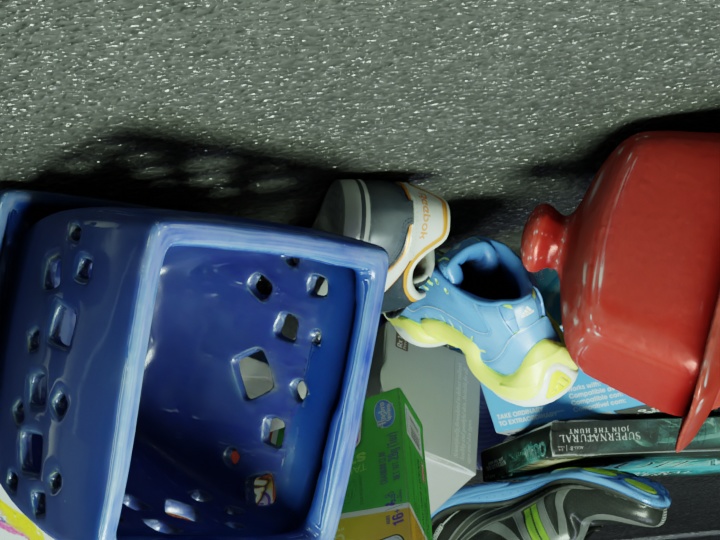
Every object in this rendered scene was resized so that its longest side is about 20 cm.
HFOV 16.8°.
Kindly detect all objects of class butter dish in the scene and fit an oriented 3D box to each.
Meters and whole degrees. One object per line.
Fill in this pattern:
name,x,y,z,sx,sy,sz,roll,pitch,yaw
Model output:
butter dish,0.172,-0.006,1.504,0.148,0.200,0.199,14,168,8

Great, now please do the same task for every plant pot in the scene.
plant pot,-0.125,0.056,1.437,0.180,0.200,0.200,16,-173,40

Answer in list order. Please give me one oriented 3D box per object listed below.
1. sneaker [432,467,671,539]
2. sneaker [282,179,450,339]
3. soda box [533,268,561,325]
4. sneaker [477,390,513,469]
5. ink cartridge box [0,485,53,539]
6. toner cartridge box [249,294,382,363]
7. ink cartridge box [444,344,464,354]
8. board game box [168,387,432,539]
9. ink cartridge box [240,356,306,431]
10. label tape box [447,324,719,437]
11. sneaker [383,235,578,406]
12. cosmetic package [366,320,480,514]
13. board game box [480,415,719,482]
sneaker,0.136,0.186,1.741,0.200,0.083,0.071,-15,163,34
sneaker,0.000,0.000,1.571,0.079,0.078,0.200,2,162,-16
soda box,0.193,0.005,1.731,0.068,0.064,0.200,1,163,-33
sneaker,0.135,0.091,1.932,0.199,0.081,0.115,-33,-176,-22
ink cartridge box,-0.287,0.157,1.544,0.145,0.145,0.200,-19,-155,34
toner cartridge box,-0.083,0.051,1.803,0.200,0.043,0.095,6,159,-45
ink cartridge box,0.020,0.087,1.858,0.200,0.042,0.119,-25,178,-25
board game box,-0.055,0.168,1.523,0.200,0.153,0.040,-20,129,13
ink cartridge box,-0.118,0.132,1.686,0.146,0.084,0.200,21,149,-22
label tape box,0.170,0.081,1.755,0.143,0.066,0.200,-12,168,26
sneaker,0.069,0.006,1.605,0.076,0.105,0.200,-34,-141,-21
cosmetic package,-0.001,0.138,1.721,0.090,0.107,0.200,26,136,-22
board game box,0.204,0.130,1.780,0.200,0.028,0.135,-1,168,-18
